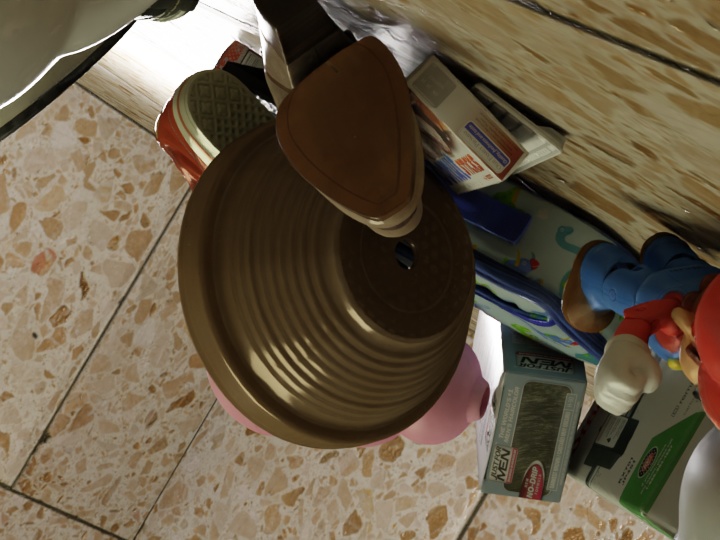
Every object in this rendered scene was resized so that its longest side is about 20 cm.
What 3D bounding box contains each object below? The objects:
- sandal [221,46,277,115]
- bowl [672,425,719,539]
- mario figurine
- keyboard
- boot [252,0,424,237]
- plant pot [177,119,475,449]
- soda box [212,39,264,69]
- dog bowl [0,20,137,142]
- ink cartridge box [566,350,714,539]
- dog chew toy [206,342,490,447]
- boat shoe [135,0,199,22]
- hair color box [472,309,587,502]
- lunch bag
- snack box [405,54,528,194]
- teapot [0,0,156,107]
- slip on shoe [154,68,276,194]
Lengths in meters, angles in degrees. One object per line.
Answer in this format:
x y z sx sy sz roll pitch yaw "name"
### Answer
-0.038 -0.123 1.409 0.075 0.045 0.200 36 -170 6 "sandal"
0.252 0.102 1.146 0.201 0.200 0.091 -154 47 -66 "bowl"
0.174 0.043 1.131 0.106 0.123 0.200 52 176 -20 "mario figurine"
0.075 -0.076 1.199 0.056 0.011 0.200 32 178 -2 "keyboard"
0.001 -0.063 1.142 0.147 0.070 0.201 62 -176 -52 "boot"
0.000 0.000 1.270 0.200 0.202 0.092 32 154 -27 "plant pot"
-0.027 -0.091 1.611 0.199 0.064 0.068 32 178 -3 "soda box"
-0.224 -0.152 1.388 0.074 0.200 0.200 50 172 -19 "dog bowl"
0.223 0.105 1.458 0.083 0.147 0.200 31 177 -11 "ink cartridge box"
-0.006 0.067 1.520 0.198 0.126 0.125 15 173 18 "dog chew toy"
-0.159 -0.187 1.237 0.067 0.072 0.200 2 -158 -36 "boat shoe"
0.118 0.069 1.563 0.060 0.100 0.200 8 -153 -2 "hair color box"
0.088 -0.018 1.452 0.199 0.083 0.161 29 174 31 "lunch bag"
0.047 -0.077 1.195 0.072 0.024 0.200 44 178 -3 "snack box"
-0.188 -0.176 0.952 0.199 0.146 0.198 -3 -122 -50 "teapot"
-0.052 -0.035 1.335 0.200 0.074 0.061 50 144 -13 "slip on shoe"
